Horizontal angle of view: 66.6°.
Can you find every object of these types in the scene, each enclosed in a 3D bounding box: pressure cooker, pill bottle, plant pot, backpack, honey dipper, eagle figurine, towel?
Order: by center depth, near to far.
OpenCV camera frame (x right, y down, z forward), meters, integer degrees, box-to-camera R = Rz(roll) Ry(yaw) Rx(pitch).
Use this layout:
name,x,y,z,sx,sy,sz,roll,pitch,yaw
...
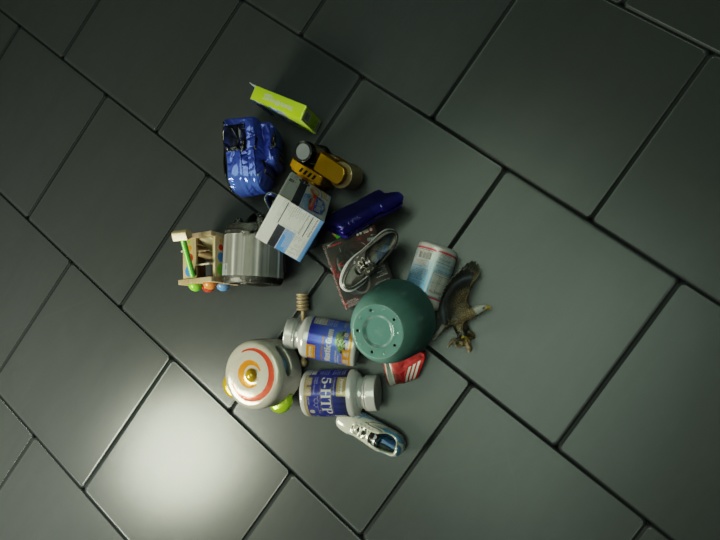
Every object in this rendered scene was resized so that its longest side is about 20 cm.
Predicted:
name,x,y,z,sx,sy,sz,roll,pitch,yaw
plant pot,0.066,0.129,1.309,0.198,0.161,0.204,2,96,20
eagle figurine,0.251,0.086,1.369,0.149,0.151,0.203,-16,97,-23
pill bottle,0.172,0.034,1.411,0.107,0.109,0.203,19,89,17
pill bottle,-0.050,0.320,1.434,0.197,0.120,0.122,-4,82,15
towel,0.005,-0.148,1.440,0.198,0.147,0.050,-29,111,-19
pill bottle,-0.101,0.182,1.455,0.197,0.112,0.114,8,86,7
pressure cooker,-0.292,-0.059,1.516,0.173,0.178,0.203,-1,85,20
honey dipper,-0.158,0.166,1.530,0.037,0.038,0.203,-3,87,15
backpack,-0.305,-0.316,1.560,0.165,0.162,0.203,-3,82,12

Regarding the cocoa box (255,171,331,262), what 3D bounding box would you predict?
name,x,y,z,sx,sy,sz,roll,pitch,yaw
cocoa box,-0.166,-0.140,1.404,0.130,0.201,0.134,29,113,-11

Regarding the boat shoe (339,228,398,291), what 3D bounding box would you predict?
name,x,y,z,sx,sy,sz,roll,pitch,yaw
boat shoe,0.024,-0.026,1.374,0.200,0.066,0.070,-43,96,-4

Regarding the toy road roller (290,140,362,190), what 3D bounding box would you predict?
name,x,y,z,sx,sy,sz,roll,pitch,yaw
toy road roller,-0.107,-0.258,1.523,0.199,0.123,0.147,33,107,17

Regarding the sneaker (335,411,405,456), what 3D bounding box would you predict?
name,x,y,z,sx,sy,sz,roll,pitch,yaw
sneaker,0.024,0.421,1.427,0.198,0.072,0.073,19,90,18

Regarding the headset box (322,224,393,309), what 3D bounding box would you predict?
name,x,y,z,sx,sy,sz,roll,pitch,yaw
headset box,0.000,0.000,1.444,0.147,0.075,0.203,-19,94,-5

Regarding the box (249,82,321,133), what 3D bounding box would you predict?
name,x,y,z,sx,sy,sz,roll,pitch,yaw
box,-0.222,-0.466,1.574,0.198,0.122,0.048,27,92,17

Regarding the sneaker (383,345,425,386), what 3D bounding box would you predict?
name,x,y,z,sx,sy,sz,roll,pitch,yaw
sneaker,0.108,0.194,1.438,0.114,0.078,0.203,-11,93,5

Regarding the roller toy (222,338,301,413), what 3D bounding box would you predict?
name,x,y,z,sx,sy,sz,roll,pitch,yaw
roller toy,-0.266,0.276,1.481,0.198,0.139,0.185,18,92,22

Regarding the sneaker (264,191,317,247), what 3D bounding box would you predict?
name,x,y,z,sx,sy,sz,roll,pitch,yaw
sneaker,-0.205,-0.140,1.549,0.075,0.088,0.200,-46,76,4

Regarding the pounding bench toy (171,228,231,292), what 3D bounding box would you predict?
name,x,y,z,sx,sy,sz,roll,pitch,yaw
pounding bench toy,-0.449,-0.023,1.537,0.123,0.199,0.159,-5,81,24

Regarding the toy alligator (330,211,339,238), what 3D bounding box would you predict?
name,x,y,z,sx,sy,sz,roll,pitch,yaw
toy alligator,-0.029,-0.071,1.513,0.054,0.059,0.203,-17,85,-30
